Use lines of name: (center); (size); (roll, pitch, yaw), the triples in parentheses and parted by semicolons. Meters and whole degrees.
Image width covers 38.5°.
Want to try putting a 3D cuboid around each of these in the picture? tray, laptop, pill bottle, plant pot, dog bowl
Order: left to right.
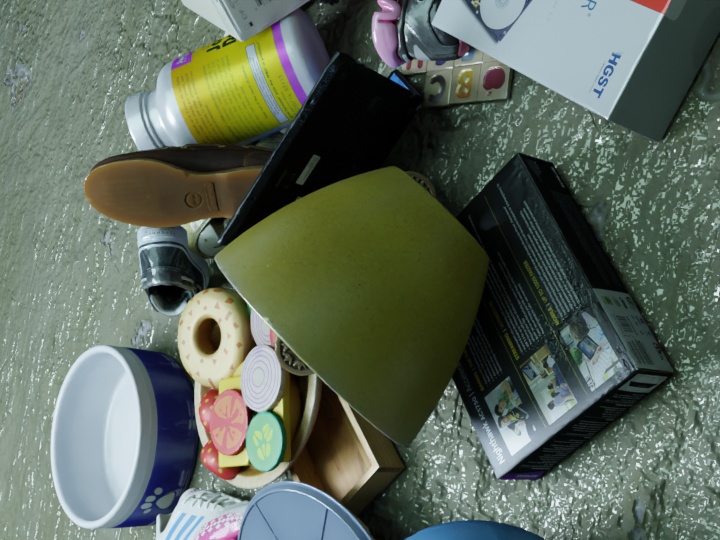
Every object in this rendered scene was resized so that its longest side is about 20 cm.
dog bowl: (-0.271, 0.189, 1.168); (0.199, 0.078, 0.203); (-13, 73, 45)
pill bottle: (-0.129, -0.174, 1.016); (0.198, 0.104, 0.105); (-20, 65, 13)
laptop: (-0.037, -0.105, 0.885); (0.103, 0.199, 0.178); (42, 106, 31)
tray: (-0.039, 0.131, 0.960); (0.099, 0.037, 0.201); (-51, 48, 28)
plant pot: (0.011, 0.008, 0.763); (0.142, 0.200, 0.200); (-47, 47, 0)

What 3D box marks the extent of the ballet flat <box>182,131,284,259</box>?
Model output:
ballet flat: (-0.128, -0.059, 1.071); (0.200, 0.070, 0.071); (-43, 53, 30)

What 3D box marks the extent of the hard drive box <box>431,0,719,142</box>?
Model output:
hard drive box: (0.169, -0.212, 0.768); (0.200, 0.076, 0.157); (39, 110, 41)

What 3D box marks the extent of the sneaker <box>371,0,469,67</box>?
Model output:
sneaker: (0.075, -0.273, 0.896); (0.094, 0.079, 0.203); (10, 90, 26)

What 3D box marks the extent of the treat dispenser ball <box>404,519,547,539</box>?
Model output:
treat dispenser ball: (0.077, 0.270, 0.682); (0.200, 0.200, 0.203); (-12, 73, 45)

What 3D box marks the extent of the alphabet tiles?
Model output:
alphabet tiles: (0.103, -0.245, 0.902); (0.165, 0.006, 0.203); (4, 85, 47)

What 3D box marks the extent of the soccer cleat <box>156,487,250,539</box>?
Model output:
soccer cleat: (-0.149, 0.250, 1.029); (0.199, 0.069, 0.087); (-34, 59, 38)

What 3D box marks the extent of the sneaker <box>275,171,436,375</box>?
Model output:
sneaker: (0.000, 0.000, 0.899); (0.201, 0.067, 0.090); (-55, 3, 9)

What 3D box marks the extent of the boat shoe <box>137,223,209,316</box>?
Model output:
boat shoe: (-0.200, 0.013, 1.066); (0.200, 0.071, 0.072); (87, -178, -75)

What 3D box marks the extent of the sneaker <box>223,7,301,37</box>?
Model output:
sneaker: (-0.115, -0.206, 1.084); (0.081, 0.077, 0.202); (21, 98, 41)

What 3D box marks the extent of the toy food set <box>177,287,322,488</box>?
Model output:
toy food set: (-0.106, 0.104, 0.977); (0.197, 0.048, 0.203); (-16, 70, 45)

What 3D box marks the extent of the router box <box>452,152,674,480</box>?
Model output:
router box: (0.126, 0.035, 0.786); (0.149, 0.051, 0.201); (-46, 51, 34)

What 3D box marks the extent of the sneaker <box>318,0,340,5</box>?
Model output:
sneaker: (-0.002, -0.323, 0.997); (0.090, 0.079, 0.199); (-46, 20, -24)

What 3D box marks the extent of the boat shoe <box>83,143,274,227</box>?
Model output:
boat shoe: (-0.158, -0.084, 0.981); (0.071, 0.197, 0.071); (-93, 6, -59)

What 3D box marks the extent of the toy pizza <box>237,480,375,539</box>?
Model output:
toy pizza: (-0.033, 0.278, 0.899); (0.199, 0.032, 0.203); (13, 110, 40)

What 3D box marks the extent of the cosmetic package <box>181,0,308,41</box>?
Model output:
cosmetic package: (-0.123, -0.300, 1.018); (0.105, 0.071, 0.200); (-35, 34, -10)
